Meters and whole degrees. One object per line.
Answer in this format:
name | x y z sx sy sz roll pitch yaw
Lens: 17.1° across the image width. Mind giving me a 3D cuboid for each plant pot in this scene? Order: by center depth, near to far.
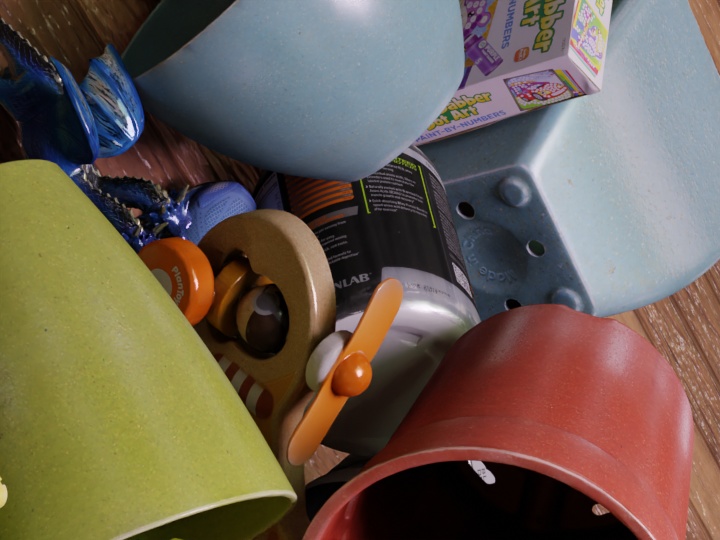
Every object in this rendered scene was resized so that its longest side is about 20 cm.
plant pot | -0.154 0.056 1.165 0.187 0.187 0.201 -3 66 -56
plant pot | 0.086 0.127 1.232 0.201 0.200 0.195 63 26 -19
plant pot | -0.020 -0.129 1.331 0.135 0.200 0.200 45 42 -17
plant pot | 0.123 -0.056 1.584 0.200 0.196 0.196 -50 119 -46

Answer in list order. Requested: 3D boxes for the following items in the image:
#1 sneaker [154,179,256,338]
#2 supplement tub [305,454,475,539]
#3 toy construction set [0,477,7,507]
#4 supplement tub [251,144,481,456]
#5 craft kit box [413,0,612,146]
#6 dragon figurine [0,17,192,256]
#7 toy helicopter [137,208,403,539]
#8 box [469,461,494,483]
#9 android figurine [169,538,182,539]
sneaker | -0.081 0.033 1.334 0.079 0.089 0.201 45 43 -39
supplement tub | -0.009 0.199 1.333 0.200 0.140 0.141 -47 117 -52
toy construction set | -0.204 0.188 1.049 0.092 0.131 0.201 1 84 -55
supplement tub | 0.000 0.000 1.397 0.123 0.122 0.201 46 20 -36
craft kit box | 0.073 -0.177 1.543 0.049 0.197 0.201 43 45 -40
dragon figurine | -0.153 -0.083 1.261 0.059 0.099 0.201 -24 98 -57
toy helicopter | -0.039 0.069 1.221 0.079 0.132 0.201 -12 100 -51
box | 0.095 0.105 1.594 0.200 0.060 0.117 -8 84 -56
android figurine | -0.125 0.210 1.131 0.041 0.201 0.182 32 36 9
